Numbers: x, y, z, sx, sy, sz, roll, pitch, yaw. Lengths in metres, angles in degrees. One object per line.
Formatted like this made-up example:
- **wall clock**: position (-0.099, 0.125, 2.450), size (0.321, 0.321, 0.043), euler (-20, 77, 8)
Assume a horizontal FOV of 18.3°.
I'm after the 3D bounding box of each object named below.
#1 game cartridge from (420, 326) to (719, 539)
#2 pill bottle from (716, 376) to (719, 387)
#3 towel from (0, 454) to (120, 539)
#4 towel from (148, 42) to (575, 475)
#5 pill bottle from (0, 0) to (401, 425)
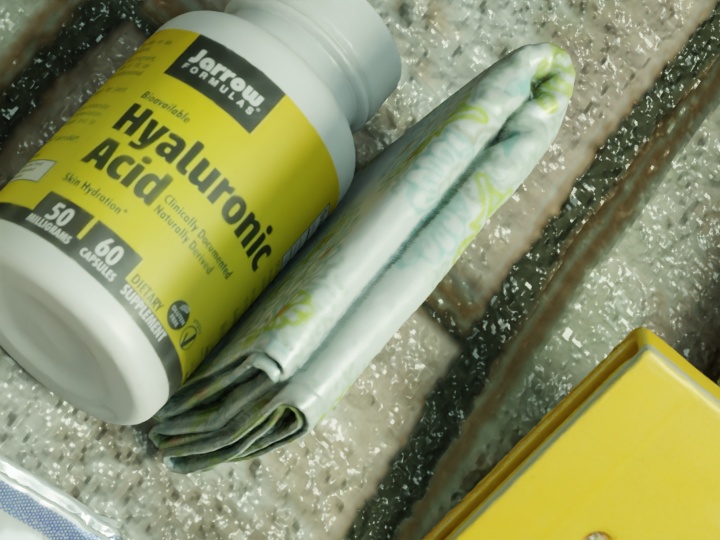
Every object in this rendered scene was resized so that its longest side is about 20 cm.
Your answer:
- **game cartridge**: position (0.142, 0.145, 1.027), size (0.200, 0.032, 0.176), euler (38, 110, -18)
- **pill bottle**: position (0.246, 0.044, 1.108), size (0.113, 0.113, 0.201), euler (38, 67, -17)
- **towel**: position (-0.201, 0.155, 0.912), size (0.147, 0.024, 0.201), euler (35, 68, -17)
- **towel**: position (0.000, 0.000, 0.957), size (0.048, 0.171, 0.200), euler (44, 66, -8)
- **pill bottle**: position (-0.072, -0.040, 0.960), size (0.111, 0.111, 0.200), euler (46, 64, -13)
